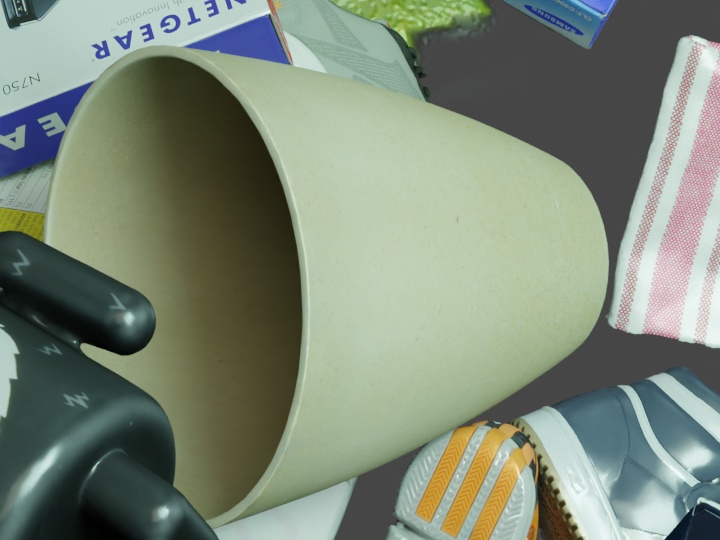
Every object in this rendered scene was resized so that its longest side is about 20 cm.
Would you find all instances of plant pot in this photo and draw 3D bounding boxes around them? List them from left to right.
[{"bbox_3d":[0.000,0.000,0.929,0.199,0.187,0.189,-6,71,-39],"label":"plant pot"}]

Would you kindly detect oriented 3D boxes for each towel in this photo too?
[{"bbox_3d":[0.227,-0.021,1.061,0.198,0.030,0.147,12,106,-1],"label":"towel"}]

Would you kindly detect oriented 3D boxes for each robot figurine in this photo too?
[{"bbox_3d":[-0.151,0.074,0.844,0.199,0.126,0.150,28,36,22],"label":"robot figurine"}]

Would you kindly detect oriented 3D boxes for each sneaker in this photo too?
[{"bbox_3d":[0.013,-0.071,1.071,0.200,0.074,0.079,43,69,7],"label":"sneaker"},{"bbox_3d":[0.029,0.161,0.991,0.077,0.112,0.201,32,94,14],"label":"sneaker"},{"bbox_3d":[0.155,0.140,1.024,0.108,0.070,0.201,-22,79,-17],"label":"sneaker"}]

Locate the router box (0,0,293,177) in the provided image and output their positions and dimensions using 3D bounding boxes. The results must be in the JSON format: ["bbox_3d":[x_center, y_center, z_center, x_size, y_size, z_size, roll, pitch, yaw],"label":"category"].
[{"bbox_3d":[-0.150,-0.143,1.042,0.199,0.049,0.180,-21,62,2],"label":"router box"}]

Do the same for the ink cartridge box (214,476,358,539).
[{"bbox_3d":[-0.102,0.074,0.980,0.199,0.057,0.163,26,33,-1],"label":"ink cartridge box"}]

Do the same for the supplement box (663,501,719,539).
[{"bbox_3d":[0.162,0.243,0.909,0.200,0.134,0.200,44,86,-14],"label":"supplement box"}]

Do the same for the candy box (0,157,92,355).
[{"bbox_3d":[-0.154,0.009,0.997,0.101,0.027,0.201,12,46,12],"label":"candy box"}]

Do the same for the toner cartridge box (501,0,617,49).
[{"bbox_3d":[0.125,-0.221,1.142,0.095,0.043,0.201,30,72,4],"label":"toner cartridge box"}]
